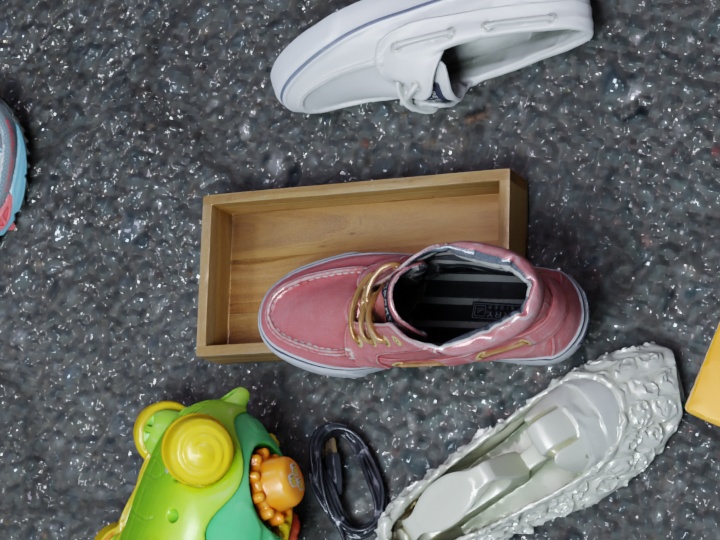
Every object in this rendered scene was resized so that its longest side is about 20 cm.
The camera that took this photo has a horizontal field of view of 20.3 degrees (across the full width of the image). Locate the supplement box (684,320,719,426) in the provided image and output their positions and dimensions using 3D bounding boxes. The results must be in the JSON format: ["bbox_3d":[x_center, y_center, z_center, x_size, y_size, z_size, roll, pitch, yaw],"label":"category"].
[{"bbox_3d":[0.248,0.065,0.958,0.125,0.200,0.074,23,92,26],"label":"supplement box"}]

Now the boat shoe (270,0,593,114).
[{"bbox_3d":[0.040,-0.127,1.168,0.199,0.073,0.066,-23,66,20],"label":"boat shoe"}]

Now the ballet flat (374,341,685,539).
[{"bbox_3d":[0.091,0.108,1.098,0.199,0.072,0.072,-36,66,13],"label":"ballet flat"}]

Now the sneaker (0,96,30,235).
[{"bbox_3d":[-0.289,-0.028,1.286,0.079,0.095,0.201,35,94,26],"label":"sneaker"}]

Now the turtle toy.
[{"bbox_3d":[-0.093,0.164,1.141,0.100,0.146,0.202,19,86,-14],"label":"turtle toy"}]

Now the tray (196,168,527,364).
[{"bbox_3d":[0.000,0.000,1.180,0.198,0.037,0.100,-4,77,25],"label":"tray"}]

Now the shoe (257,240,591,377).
[{"bbox_3d":[0.020,0.017,1.096,0.198,0.091,0.072,0,78,25],"label":"shoe"}]

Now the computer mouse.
[{"bbox_3d":[-0.011,0.186,1.148,0.058,0.034,0.202,0,70,0],"label":"computer mouse"}]
